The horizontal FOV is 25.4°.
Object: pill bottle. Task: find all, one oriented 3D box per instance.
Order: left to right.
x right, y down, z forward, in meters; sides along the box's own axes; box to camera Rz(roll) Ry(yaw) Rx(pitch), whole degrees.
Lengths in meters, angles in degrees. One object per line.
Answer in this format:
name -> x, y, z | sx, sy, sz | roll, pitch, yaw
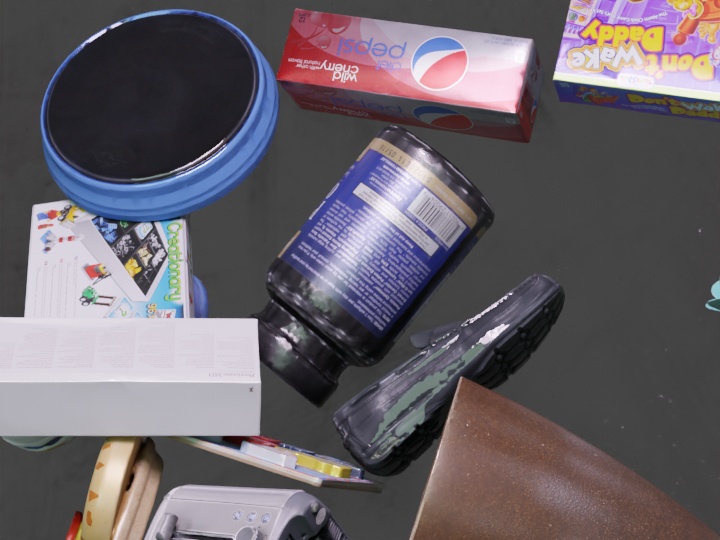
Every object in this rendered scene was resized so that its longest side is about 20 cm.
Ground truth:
pill bottle -> 0.000, 0.000, 1.201 | 0.112, 0.112, 0.200 | 38, 85, 22

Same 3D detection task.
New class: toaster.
toaster -> -0.072, 0.229, 1.123 | 0.129, 0.200, 0.114 | 5, 56, 28

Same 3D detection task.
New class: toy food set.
toy food set -> -0.194, 0.211, 1.148 | 0.048, 0.200, 0.199 | 21, 78, -8

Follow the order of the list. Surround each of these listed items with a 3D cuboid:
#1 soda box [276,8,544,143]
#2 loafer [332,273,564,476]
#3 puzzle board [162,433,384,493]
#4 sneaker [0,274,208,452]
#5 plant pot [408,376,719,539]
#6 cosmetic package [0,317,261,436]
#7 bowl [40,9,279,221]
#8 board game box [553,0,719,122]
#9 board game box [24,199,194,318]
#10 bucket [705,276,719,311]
soda box -> 0.040, -0.154, 1.260 | 0.199, 0.070, 0.064 | 10, 77, 18
loafer -> 0.065, 0.067, 1.185 | 0.200, 0.068, 0.070 | -41, 61, -3
puzzle board -> -0.093, 0.125, 1.166 | 0.199, 0.151, 0.017 | 15, 85, 19
sneaker -> -0.207, 0.069, 1.250 | 0.200, 0.088, 0.075 | -40, 66, -1
plant pot -> 0.134, 0.192, 1.082 | 0.199, 0.187, 0.188 | 18, 78, 5
cosmetic package -> -0.169, 0.074, 1.103 | 0.199, 0.051, 0.083 | 1, 29, -5
bowl -> -0.166, -0.132, 1.295 | 0.200, 0.039, 0.201 | -6, 55, 8
board game box -> 0.260, -0.186, 1.223 | 0.199, 0.045, 0.135 | 9, 76, 18
board game box -> -0.193, 0.013, 1.229 | 0.126, 0.035, 0.200 | -8, 41, -1
bucket -> 0.331, -0.041, 1.079 | 0.134, 0.207, 0.208 | 21, 80, 10
